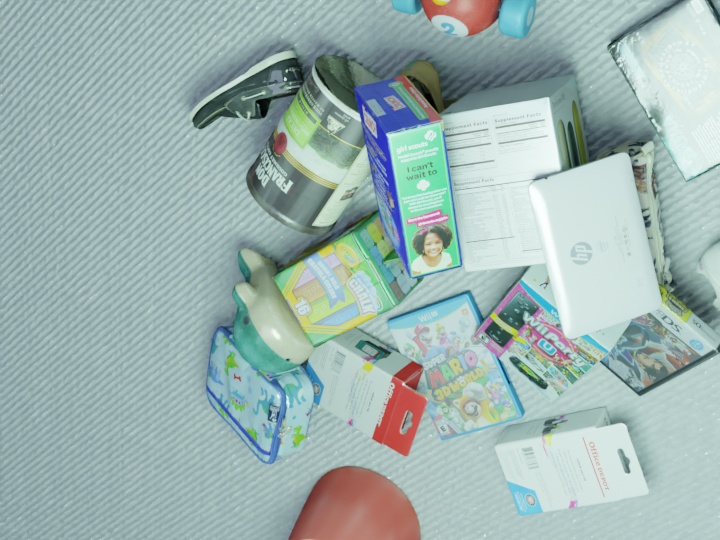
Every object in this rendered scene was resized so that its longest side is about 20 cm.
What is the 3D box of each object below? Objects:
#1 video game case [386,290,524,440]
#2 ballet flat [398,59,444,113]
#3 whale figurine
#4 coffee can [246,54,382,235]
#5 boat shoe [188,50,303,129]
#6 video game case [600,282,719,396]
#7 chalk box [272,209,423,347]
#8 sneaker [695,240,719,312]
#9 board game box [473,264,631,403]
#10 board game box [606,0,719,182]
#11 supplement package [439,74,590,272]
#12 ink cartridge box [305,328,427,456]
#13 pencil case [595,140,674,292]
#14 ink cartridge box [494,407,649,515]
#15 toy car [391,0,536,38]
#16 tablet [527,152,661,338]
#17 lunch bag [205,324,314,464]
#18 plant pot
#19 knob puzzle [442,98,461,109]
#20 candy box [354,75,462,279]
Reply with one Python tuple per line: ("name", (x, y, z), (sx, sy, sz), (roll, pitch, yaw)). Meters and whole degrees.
("video game case", (0.139, 0.142, 1.722), (0.142, 0.018, 0.202), (-20, 99, 30))
("ballet flat", (0.090, -0.177, 1.562), (0.068, 0.063, 0.202), (-12, 104, 31))
("whale figurine", (-0.143, 0.062, 1.726), (0.104, 0.159, 0.201), (-39, 51, 19))
("coffee can", (-0.049, -0.172, 1.616), (0.146, 0.146, 0.201), (39, 120, 6))
("boat shoe", (-0.165, -0.244, 1.685), (0.199, 0.072, 0.068), (-23, 94, 28))
("video game case", (0.349, 0.072, 1.528), (0.180, 0.026, 0.200), (40, 152, 1))
("chalk box", (0.000, 0.000, 1.671), (0.199, 0.124, 0.125), (-28, 96, 29))
("sneaker", (0.511, 0.039, 1.491), (0.200, 0.075, 0.100), (49, 140, 1))
("board game box", (0.250, 0.077, 1.566), (0.147, 0.064, 0.200), (40, 151, 6))
("board game box", (0.411, -0.227, 1.448), (0.135, 0.028, 0.201), (-29, 96, 31))
("supplement package", (0.201, -0.123, 1.477), (0.149, 0.152, 0.202), (-6, 107, 25))
("ink cartridge box", (0.016, 0.174, 1.748), (0.199, 0.067, 0.117), (29, 121, 20))
("pencil case", (0.353, -0.066, 1.506), (0.089, 0.078, 0.202), (3, 111, 43))
("ink cartridge box", (0.304, 0.268, 1.663), (0.198, 0.068, 0.116), (-15, 102, 29))
("toy car", (0.110, -0.365, 1.436), (0.183, 0.200, 0.179), (17, 116, 19))
("tablet", (0.281, -0.028, 1.402), (0.129, 0.014, 0.202), (-18, 105, -4))
("lunch bag", (-0.157, 0.187, 1.799), (0.200, 0.082, 0.162), (43, 133, 35))
("plant pot", (-0.027, 0.433, 1.818), (0.198, 0.177, 0.203), (9, 113, 22))
("knob puzzle", (0.181, -0.144, 1.586), (0.217, 0.030, 0.222), (9, 112, 22))
("candy box", (0.060, -0.119, 1.466), (0.076, 0.169, 0.202), (-16, 121, -6))
